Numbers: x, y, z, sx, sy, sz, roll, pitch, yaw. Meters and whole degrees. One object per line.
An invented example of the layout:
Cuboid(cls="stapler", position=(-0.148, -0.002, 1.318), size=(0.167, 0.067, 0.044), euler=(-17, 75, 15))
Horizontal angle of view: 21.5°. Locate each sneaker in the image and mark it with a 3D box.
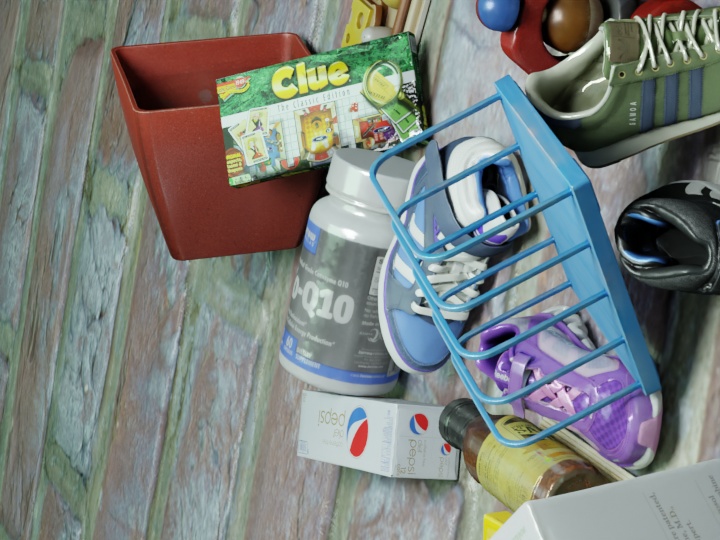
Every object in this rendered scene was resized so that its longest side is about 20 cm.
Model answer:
Cuboid(cls="sneaker", position=(0.081, -0.012, 1.562), size=(0.146, 0.080, 0.202), euler=(180, 101, -69))
Cuboid(cls="sneaker", position=(0.197, -0.136, 1.259), size=(0.199, 0.090, 0.068), euler=(-27, 47, 36))
Cuboid(cls="sneaker", position=(0.147, 0.085, 1.393), size=(0.200, 0.088, 0.081), euler=(41, 122, 59))
Cuboid(cls="sneaker", position=(0.204, -0.028, 1.270), size=(0.200, 0.111, 0.074), euler=(20, 101, 63))

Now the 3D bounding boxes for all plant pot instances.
Cuboid(cls="plant pot", position=(-0.140, -0.121, 1.923), size=(0.200, 0.198, 0.178), euler=(-121, 28, -62))

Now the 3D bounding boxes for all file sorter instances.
Cuboid(cls="file sorter", position=(0.104, 0.001, 1.300), size=(0.201, 0.122, 0.139), euler=(64, 179, -39))

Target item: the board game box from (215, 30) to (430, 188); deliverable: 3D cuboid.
Cuboid(cls="board game box", position=(-0.036, -0.147, 1.748), size=(0.198, 0.023, 0.106), euler=(-12, 79, 21))

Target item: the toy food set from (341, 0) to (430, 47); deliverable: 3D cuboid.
Cuboid(cls="toy food set", position=(0.008, -0.263, 1.793), size=(0.144, 0.060, 0.202), euler=(49, 128, 56))

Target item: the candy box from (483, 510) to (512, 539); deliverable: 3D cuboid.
Cuboid(cls="candy box", position=(0.147, 0.257, 1.417), size=(0.200, 0.026, 0.103), euler=(-158, 68, -64))

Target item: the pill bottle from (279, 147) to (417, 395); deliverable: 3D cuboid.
Cuboid(cls="pill bottle", position=(0.000, 0.000, 1.693), size=(0.114, 0.113, 0.202), euler=(41, 122, 60))

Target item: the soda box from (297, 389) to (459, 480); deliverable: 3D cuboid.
Cuboid(cls="soda box", position=(0.014, 0.145, 1.686), size=(0.200, 0.068, 0.064), euler=(2, 87, 64))

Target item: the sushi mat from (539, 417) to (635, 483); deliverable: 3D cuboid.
Cuboid(cls="sushi mat", position=(0.174, 0.184, 1.404), size=(0.200, 0.012, 0.097), euler=(34, 114, 62))

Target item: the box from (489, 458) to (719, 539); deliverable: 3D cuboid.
Cuboid(cls="box", position=(0.164, 0.260, 1.186), size=(0.199, 0.170, 0.201), euler=(-55, 52, 46))

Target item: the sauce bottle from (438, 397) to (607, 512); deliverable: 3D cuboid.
Cuboid(cls="sauce bottle", position=(0.118, 0.145, 1.441), size=(0.200, 0.065, 0.067), euler=(33, 115, 61))

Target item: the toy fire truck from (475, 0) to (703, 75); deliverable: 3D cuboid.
Cuboid(cls="toy fire truck", position=(0.163, -0.215, 1.331), size=(0.112, 0.167, 0.202), euler=(43, 123, 59))
